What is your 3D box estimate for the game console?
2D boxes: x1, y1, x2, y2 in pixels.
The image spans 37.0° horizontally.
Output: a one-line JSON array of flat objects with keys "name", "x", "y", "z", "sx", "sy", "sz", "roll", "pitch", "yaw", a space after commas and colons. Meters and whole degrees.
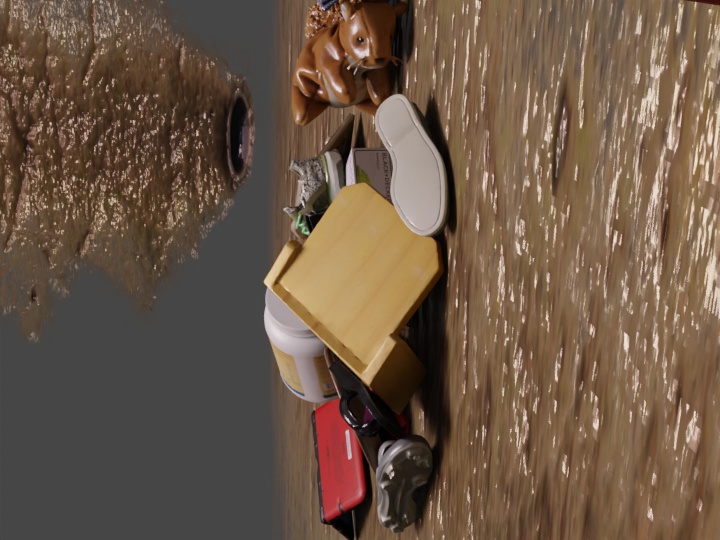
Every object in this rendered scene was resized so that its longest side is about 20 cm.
[{"name": "game console", "x": -0.013, "y": 0.327, "z": 1.812, "sx": 0.172, "sy": 0.118, "sz": 0.202, "roll": -38, "pitch": 47, "yaw": 38}]

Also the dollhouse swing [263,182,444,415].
[{"name": "dollhouse swing", "x": 0.017, "y": 0.028, "z": 1.317, "sx": 0.200, "sy": 0.176, "sz": 0.182, "roll": 40, "pitch": 175, "yaw": 29}]

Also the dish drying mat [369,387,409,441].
[{"name": "dish drying mat", "x": 0.038, "y": 0.192, "z": 1.508, "sx": 0.201, "sy": 0.018, "sz": 0.078, "roll": -112, "pitch": 24, "yaw": -64}]

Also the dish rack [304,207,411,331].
[{"name": "dish rack", "x": 0.000, "y": 0.000, "z": 1.420, "sx": 0.200, "sy": 0.054, "sz": 0.155, "roll": 32, "pitch": 144, "yaw": 63}]

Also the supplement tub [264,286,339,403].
[{"name": "supplement tub", "x": -0.068, "y": 0.094, "z": 1.643, "sx": 0.201, "sy": 0.142, "sz": 0.146, "roll": 80, "pitch": -179, "yaw": -53}]

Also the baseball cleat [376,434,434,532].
[{"name": "baseball cleat", "x": 0.044, "y": 0.241, "z": 1.336, "sx": 0.202, "sy": 0.069, "sz": 0.108, "roll": 101, "pitch": 164, "yaw": -47}]

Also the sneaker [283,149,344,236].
[{"name": "sneaker", "x": -0.068, "y": -0.072, "z": 1.549, "sx": 0.077, "sy": 0.087, "sz": 0.204, "roll": 149, "pitch": 119, "yaw": -78}]

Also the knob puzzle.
[{"name": "knob puzzle", "x": -0.070, "y": -0.138, "z": 1.767, "sx": 0.221, "sy": 0.030, "sz": 0.220, "roll": -61, "pitch": -12, "yaw": -22}]

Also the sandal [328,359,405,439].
[{"name": "sandal", "x": 0.001, "y": 0.167, "z": 1.298, "sx": 0.075, "sy": 0.048, "sz": 0.200, "roll": 45, "pitch": 176, "yaw": -19}]

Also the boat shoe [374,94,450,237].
[{"name": "boat shoe", "x": 0.071, "y": -0.116, "z": 1.244, "sx": 0.062, "sy": 0.072, "sz": 0.202, "roll": 34, "pitch": -148, "yaw": -47}]

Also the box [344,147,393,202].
[{"name": "box", "x": 0.005, "y": -0.082, "z": 1.555, "sx": 0.200, "sy": 0.059, "sz": 0.119, "roll": 115, "pitch": 152, "yaw": -68}]

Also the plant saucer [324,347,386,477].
[{"name": "plant saucer", "x": 0.002, "y": 0.195, "z": 1.481, "sx": 0.200, "sy": 0.029, "sz": 0.203, "roll": -24, "pitch": -89, "yaw": -88}]

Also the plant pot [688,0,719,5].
[{"name": "plant pot", "x": 0.146, "y": -0.243, "z": 0.427, "sx": 0.202, "sy": 0.196, "sz": 0.178, "roll": 100, "pitch": 177, "yaw": -46}]

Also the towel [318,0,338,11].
[{"name": "towel", "x": -0.005, "y": -0.406, "z": 1.428, "sx": 0.024, "sy": 0.144, "sz": 0.201, "roll": 55, "pitch": -174, "yaw": -27}]

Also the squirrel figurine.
[{"name": "squirrel figurine", "x": -0.013, "y": -0.317, "z": 1.445, "sx": 0.187, "sy": 0.139, "sz": 0.203, "roll": 126, "pitch": 140, "yaw": -63}]
